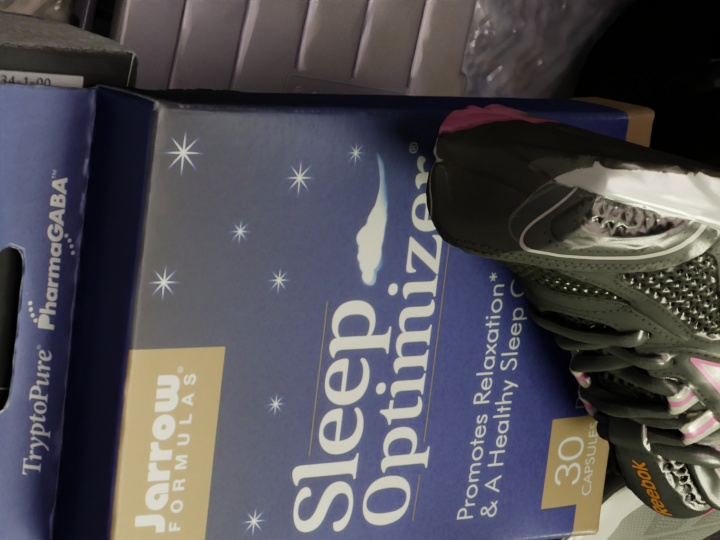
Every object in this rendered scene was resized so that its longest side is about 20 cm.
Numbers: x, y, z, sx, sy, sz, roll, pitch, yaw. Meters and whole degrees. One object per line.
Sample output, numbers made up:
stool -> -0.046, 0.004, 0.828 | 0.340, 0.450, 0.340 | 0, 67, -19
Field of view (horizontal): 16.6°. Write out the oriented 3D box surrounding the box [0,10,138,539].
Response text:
box -> -0.172, -0.007, 0.588 | 0.200, 0.115, 0.132 | 1, 101, -38

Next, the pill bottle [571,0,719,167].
pill bottle -> 0.164, -0.008, 0.830 | 0.112, 0.112, 0.200 | -53, 125, -12

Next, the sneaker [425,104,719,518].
sneaker -> 0.088, 0.021, 0.639 | 0.200, 0.080, 0.086 | 21, 88, -45

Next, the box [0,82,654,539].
box -> -0.011, 0.015, 0.627 | 0.200, 0.032, 0.121 | -2, 103, -38

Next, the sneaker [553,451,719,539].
sneaker -> 0.101, 0.050, 0.779 | 0.079, 0.200, 0.074 | 14, 54, -56

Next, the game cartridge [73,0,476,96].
game cartridge -> -0.037, -0.003, 0.737 | 0.130, 0.038, 0.200 | 6, 99, -41

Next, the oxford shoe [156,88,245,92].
oxford shoe -> 0.000, 0.000, 0.713 | 0.200, 0.073, 0.084 | 4, 121, -37
